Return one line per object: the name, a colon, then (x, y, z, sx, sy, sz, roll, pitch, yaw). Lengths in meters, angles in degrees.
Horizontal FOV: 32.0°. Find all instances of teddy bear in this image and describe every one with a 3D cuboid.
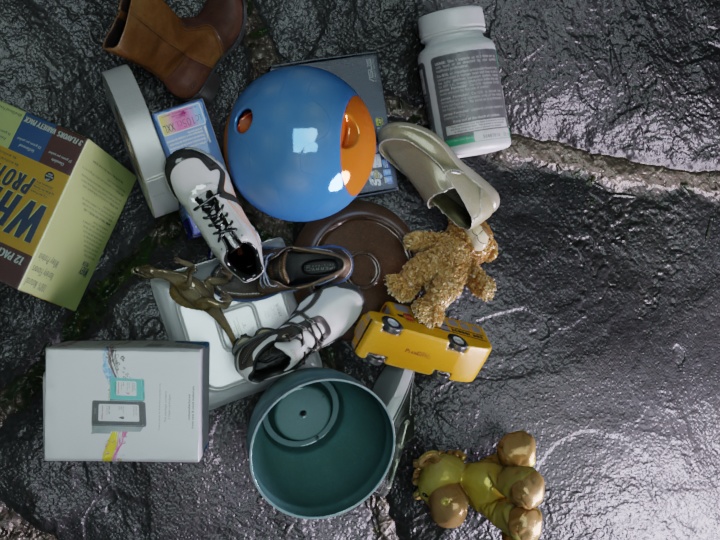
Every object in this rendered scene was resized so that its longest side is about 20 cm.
teddy bear: (0.121, -0.008, 1.750, 0.199, 0.067, 0.145, -26, 65, -24)

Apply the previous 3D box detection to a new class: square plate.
square plate: (-0.171, 0.076, 1.747, 0.197, 0.028, 0.202, -18, 93, -10)

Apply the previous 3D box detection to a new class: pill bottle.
pill bottle: (0.143, -0.263, 1.771, 0.112, 0.113, 0.202, -10, 92, -11)

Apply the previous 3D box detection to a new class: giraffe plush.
giraffe plush: (0.154, 0.298, 1.738, 0.161, 0.200, 0.174, -1, 114, -6)

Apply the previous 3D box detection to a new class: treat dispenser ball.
treat dispenser ball: (-0.079, -0.164, 1.631, 0.199, 0.201, 0.203, 0, 89, -11)

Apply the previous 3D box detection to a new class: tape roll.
tape roll: (-0.287, -0.169, 1.640, 0.037, 0.203, 0.204, -21, 93, -11)

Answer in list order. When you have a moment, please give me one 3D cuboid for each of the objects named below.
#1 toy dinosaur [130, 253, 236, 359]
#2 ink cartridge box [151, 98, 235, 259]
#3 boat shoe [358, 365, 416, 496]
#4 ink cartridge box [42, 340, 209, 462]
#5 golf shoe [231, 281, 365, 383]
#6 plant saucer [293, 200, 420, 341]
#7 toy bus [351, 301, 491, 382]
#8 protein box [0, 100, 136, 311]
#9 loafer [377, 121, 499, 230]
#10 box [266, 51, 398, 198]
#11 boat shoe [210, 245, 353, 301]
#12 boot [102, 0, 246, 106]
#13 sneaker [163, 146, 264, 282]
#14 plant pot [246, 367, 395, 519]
toy dinosaur: (-0.210, 0.034, 1.686, 0.200, 0.101, 0.058, 41, 45, -21)
ink cartridge box: (-0.217, -0.118, 1.685, 0.076, 0.136, 0.202, -21, 93, -10)
boat shoe: (0.042, 0.219, 1.770, 0.063, 0.071, 0.202, 23, 84, -24)
ink cartridge box: (-0.303, 0.168, 1.645, 0.198, 0.147, 0.148, 1, 90, -2)
golf shoe: (-0.075, 0.092, 1.670, 0.199, 0.095, 0.078, -33, 113, 1)
plant saucer: (0.000, 0.000, 1.770, 0.198, 0.034, 0.202, 1, 87, -17)
toy bus: (0.083, 0.098, 1.741, 0.199, 0.079, 0.065, 16, 119, -25)
protein box: (-0.412, -0.077, 1.601, 0.134, 0.199, 0.201, 23, 84, 11)
loafer: (0.103, -0.129, 1.726, 0.199, 0.076, 0.069, 34, 56, -7)
box: (-0.040, -0.198, 1.765, 0.156, 0.051, 0.202, -9, 91, -10)
boat shoe: (-0.109, -0.004, 1.698, 0.198, 0.072, 0.073, -11, 86, 0)
boot: (-0.247, -0.337, 1.659, 0.200, 0.068, 0.190, 32, 79, -53)
sneaker: (-0.175, -0.069, 1.574, 0.073, 0.080, 0.201, -34, 121, 1)
plant pot: (-0.066, 0.214, 1.698, 0.198, 0.134, 0.202, -5, 109, -15)
